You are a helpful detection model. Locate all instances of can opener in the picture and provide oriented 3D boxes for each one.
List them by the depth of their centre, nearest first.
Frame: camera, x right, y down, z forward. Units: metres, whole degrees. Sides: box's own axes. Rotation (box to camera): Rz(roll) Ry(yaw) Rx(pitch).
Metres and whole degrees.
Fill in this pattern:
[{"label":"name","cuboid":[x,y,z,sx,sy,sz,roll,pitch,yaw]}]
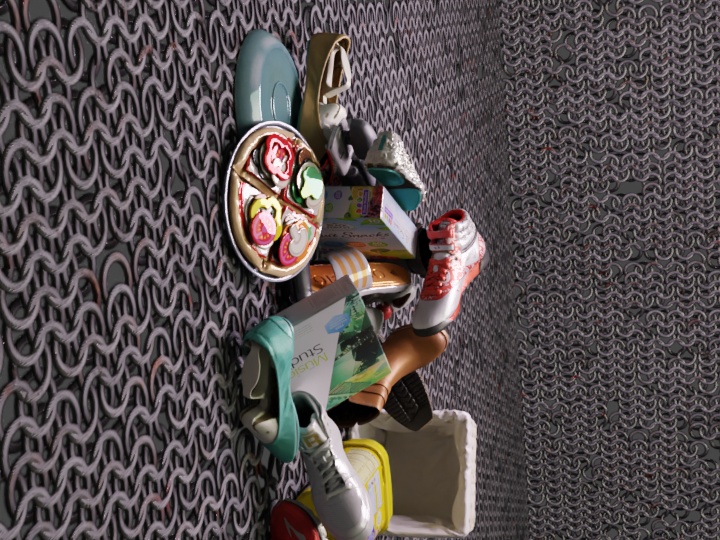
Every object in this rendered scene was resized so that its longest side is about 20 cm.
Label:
[{"label":"can opener","cuboid":[-0.084,0.020,1.441,0.079,0.063,0.200,-22,102,-44]},{"label":"can opener","cuboid":[-0.002,-0.140,1.497,0.200,0.066,0.053,66,45,-62]}]

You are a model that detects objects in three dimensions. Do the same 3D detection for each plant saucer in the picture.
[{"label":"plant saucer","cuboid":[-0.113,-0.212,1.405,0.200,0.027,0.200,-1,90,-74]}]

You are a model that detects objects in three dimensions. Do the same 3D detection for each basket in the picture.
[{"label":"basket","cuboid":[0.091,0.328,1.759,0.161,0.200,0.199,34,57,-72]}]

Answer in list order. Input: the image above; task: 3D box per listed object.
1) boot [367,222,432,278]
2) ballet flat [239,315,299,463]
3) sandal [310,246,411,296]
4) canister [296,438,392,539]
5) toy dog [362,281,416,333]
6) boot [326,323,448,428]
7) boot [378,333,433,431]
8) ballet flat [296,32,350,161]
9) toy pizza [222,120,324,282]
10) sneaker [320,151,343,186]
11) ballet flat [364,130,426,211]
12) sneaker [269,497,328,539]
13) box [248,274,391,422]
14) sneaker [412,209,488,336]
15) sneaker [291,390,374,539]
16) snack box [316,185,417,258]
[{"label":"boot","cuboid":[0.064,-0.012,1.723,0.069,0.174,0.200,-45,135,-23]},{"label":"ballet flat","cuboid":[-0.117,0.152,1.311,0.070,0.067,0.200,-21,120,-43]},{"label":"sandal","cuboid":[-0.004,-0.005,1.539,0.206,0.079,0.059,-7,130,-42]},{"label":"canister","cuboid":[-0.023,0.347,1.570,0.200,0.086,0.149,-33,120,-69]},{"label":"toy dog","cuboid":[0.009,0.052,1.600,0.200,0.132,0.096,-67,158,-52]},{"label":"boot","cuboid":[0.032,0.154,1.575,0.155,0.200,0.077,-73,144,-66]},{"label":"boot","cuboid":[0.055,0.164,1.728,0.200,0.077,0.138,56,6,13]},{"label":"ballet flat","cuboid":[-0.047,-0.236,1.469,0.069,0.063,0.200,33,57,-62]},{"label":"toy pizza","cuboid":[-0.097,-0.085,1.342,0.200,0.032,0.201,-2,92,-56]},{"label":"sneaker","cuboid":[-0.041,-0.126,1.574,0.108,0.067,0.202,-66,146,-54]},{"label":"ballet flat","cuboid":[0.051,-0.136,1.464,0.200,0.072,0.072,57,35,-73]},{"label":"sneaker","cuboid":[-0.087,0.393,1.376,0.085,0.077,0.200,-12,98,-63]},{"label":"box","cuboid":[-0.048,0.107,1.414,0.036,0.144,0.200,56,-7,38]},{"label":"sneaker","cuboid":[0.116,-0.003,1.588,0.201,0.067,0.108,-52,128,-37]},{"label":"sneaker","cuboid":[-0.050,0.245,1.374,0.200,0.074,0.116,62,1,42]},{"label":"snack box","cuboid":[-0.010,-0.065,1.535,0.200,0.142,0.053,44,47,-68]}]
